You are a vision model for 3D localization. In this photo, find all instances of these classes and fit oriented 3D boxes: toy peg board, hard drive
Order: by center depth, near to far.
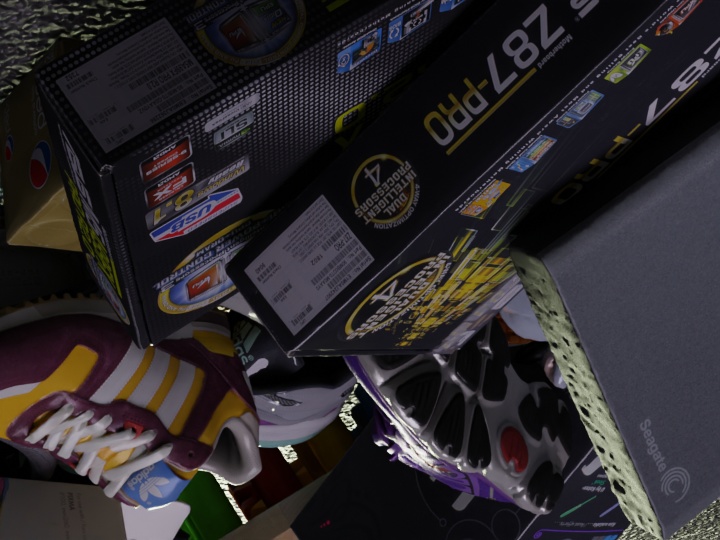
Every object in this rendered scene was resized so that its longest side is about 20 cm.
[{"bbox_3d":[0.163,-0.006,0.735,0.200,0.140,0.033,-35,-152,-16],"label":"hard drive"},{"bbox_3d":[-0.041,0.134,1.192,0.199,0.098,0.200,-31,163,-14],"label":"toy peg board"}]

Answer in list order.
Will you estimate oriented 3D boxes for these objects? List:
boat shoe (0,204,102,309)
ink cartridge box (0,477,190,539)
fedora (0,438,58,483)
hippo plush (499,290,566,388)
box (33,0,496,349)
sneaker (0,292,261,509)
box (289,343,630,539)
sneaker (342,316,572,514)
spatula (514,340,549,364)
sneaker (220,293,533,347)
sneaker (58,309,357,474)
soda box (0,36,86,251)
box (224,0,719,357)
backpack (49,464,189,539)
[{"bbox_3d":[-0.203,0.001,0.834,0.199,0.076,0.060,-9,162,-34],"label":"boat shoe"},{"bbox_3d":[-0.190,0.164,0.932,0.199,0.068,0.117,8,133,-27],"label":"ink cartridge box"},{"bbox_3d":[-0.243,0.057,0.921,0.199,0.091,0.177,9,153,-29],"label":"fedora"},{"bbox_3d":[0.146,-0.019,0.871,0.160,0.160,0.200,6,172,38],"label":"hippo plush"},{"bbox_3d":[-0.012,-0.066,0.662,0.200,0.044,0.160,-32,161,-14],"label":"box"},{"bbox_3d":[-0.115,0.065,0.851,0.075,0.090,0.200,-33,162,33],"label":"sneaker"},{"bbox_3d":[0.075,0.117,1.040,0.106,0.122,0.200,10,122,-50],"label":"box"},{"bbox_3d":[0.032,0.068,0.884,0.083,0.081,0.200,-2,150,27],"label":"sneaker"},{"bbox_3d":[0.165,0.017,0.981,0.199,0.021,0.057,-16,171,-24],"label":"spatula"},{"bbox_3d":[0.000,0.000,0.919,0.199,0.076,0.092,16,156,-32],"label":"sneaker"},{"bbox_3d":[-0.082,0.048,0.997,0.199,0.078,0.140,-8,159,-29],"label":"sneaker"},{"bbox_3d":[-0.050,-0.042,0.789,0.199,0.064,0.068,7,153,-34],"label":"soda box"},{"bbox_3d":[0.062,-0.048,0.695,0.200,0.049,0.161,-44,164,16],"label":"box"},{"bbox_3d":[-0.209,0.159,1.102,0.182,0.147,0.200,0,145,-16],"label":"backpack"}]
